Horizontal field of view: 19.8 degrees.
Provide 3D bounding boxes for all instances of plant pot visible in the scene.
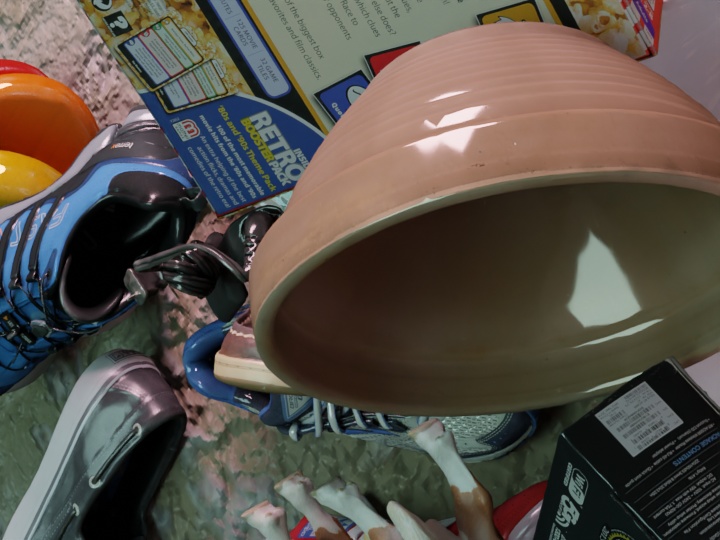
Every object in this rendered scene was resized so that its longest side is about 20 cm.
[{"bbox_3d":[0.055,-0.026,0.753,0.200,0.200,0.094,-31,56,42],"label":"plant pot"}]

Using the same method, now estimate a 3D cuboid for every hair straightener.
[{"bbox_3d":[-0.064,0.005,0.903,0.200,0.076,0.041,172,74,-86],"label":"hair straightener"}]

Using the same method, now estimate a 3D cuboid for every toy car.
[{"bbox_3d":[-0.215,-0.038,1.125,0.199,0.174,0.151,-32,41,42],"label":"toy car"}]

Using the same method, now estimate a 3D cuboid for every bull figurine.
[{"bbox_3d":[0.005,0.143,0.889,0.199,0.065,0.122,-28,92,50],"label":"bull figurine"}]

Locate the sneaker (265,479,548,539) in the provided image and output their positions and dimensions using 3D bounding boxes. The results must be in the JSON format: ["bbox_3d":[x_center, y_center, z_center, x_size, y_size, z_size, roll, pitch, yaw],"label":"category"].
[{"bbox_3d":[0.023,0.133,0.971,0.113,0.071,0.200,52,130,19],"label":"sneaker"}]

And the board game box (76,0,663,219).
[{"bbox_3d":[-0.006,-0.118,0.787,0.199,0.046,0.152,-18,121,24],"label":"board game box"}]

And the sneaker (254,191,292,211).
[{"bbox_3d":[-0.037,-0.094,0.986,0.200,0.071,0.080,52,125,19],"label":"sneaker"}]

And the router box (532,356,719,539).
[{"bbox_3d":[0.135,0.152,0.818,0.150,0.062,0.201,47,154,26],"label":"router box"}]

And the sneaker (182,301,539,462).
[{"bbox_3d":[-0.005,0.055,0.974,0.199,0.085,0.078,5,101,42],"label":"sneaker"}]

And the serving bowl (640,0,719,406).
[{"bbox_3d":[0.174,-0.018,0.804,0.199,0.065,0.202,9,103,42],"label":"serving bowl"}]

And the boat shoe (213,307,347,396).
[{"bbox_3d":[0.000,0.000,0.880,0.072,0.200,0.073,8,107,29],"label":"boat shoe"}]

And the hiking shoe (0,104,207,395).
[{"bbox_3d":[-0.152,0.004,0.996,0.200,0.074,0.087,-44,22,19],"label":"hiking shoe"}]

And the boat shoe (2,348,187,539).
[{"bbox_3d":[-0.144,0.141,1.139,0.066,0.070,0.201,39,115,33],"label":"boat shoe"}]
